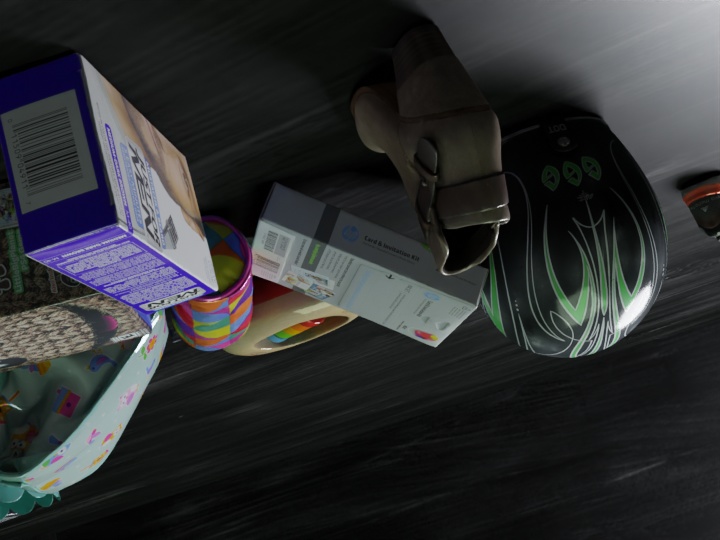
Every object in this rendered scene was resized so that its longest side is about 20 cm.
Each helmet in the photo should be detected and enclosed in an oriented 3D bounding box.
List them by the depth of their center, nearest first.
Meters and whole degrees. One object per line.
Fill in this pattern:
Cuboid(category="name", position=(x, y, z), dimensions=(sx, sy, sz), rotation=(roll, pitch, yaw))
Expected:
Cuboid(category="helmet", position=(0.183, -0.020, 1.019), dimensions=(0.198, 0.193, 0.200), rotation=(-14, 166, -4))

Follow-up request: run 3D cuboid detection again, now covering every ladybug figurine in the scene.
Cuboid(category="ladybug figurine", position=(-0.077, 0.036, 1.220), dimensions=(0.199, 0.073, 0.135), rotation=(-25, 164, 32))

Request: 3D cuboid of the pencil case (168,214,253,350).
Cuboid(category="pencil case", position=(-0.143, 0.016, 1.053), dimensions=(0.087, 0.089, 0.200), rotation=(-12, 165, -12))

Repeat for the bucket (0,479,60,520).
Cuboid(category="bucket", position=(-0.518, 0.267, 1.531), dimensions=(0.205, 0.136, 0.207), rotation=(-15, 166, -4))

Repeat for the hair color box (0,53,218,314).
Cuboid(category="hair color box", position=(-0.158, -0.047, 0.731), dimensions=(0.064, 0.110, 0.200), rotation=(-17, 167, 4))

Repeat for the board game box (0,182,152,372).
Cuboid(category="board game box", position=(-0.276, 0.012, 0.860), dimensions=(0.198, 0.098, 0.160), rotation=(-15, 166, -2))

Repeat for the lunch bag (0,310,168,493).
Cuboid(category="lunch bag", position=(-0.260, 0.102, 1.008), dimensions=(0.121, 0.201, 0.170), rotation=(26, 164, 0))

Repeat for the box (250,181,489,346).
Cuboid(category="box", position=(0.000, 0.000, 1.015), dimensions=(0.198, 0.042, 0.156), rotation=(23, 161, -2))

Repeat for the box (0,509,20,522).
Cuboid(category="box", position=(-0.648, 0.340, 1.703), dimensions=(0.197, 0.125, 0.199), rotation=(-25, 161, 32))

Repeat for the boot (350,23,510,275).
Cuboid(category="boot", position=(0.048, -0.069, 0.782), dimensions=(0.069, 0.148, 0.200), rotation=(-14, 167, -9))

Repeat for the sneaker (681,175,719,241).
Cuboid(category="sneaker", position=(0.450, -0.060, 1.379), dimensions=(0.077, 0.083, 0.199), rotation=(-25, 163, 36))
